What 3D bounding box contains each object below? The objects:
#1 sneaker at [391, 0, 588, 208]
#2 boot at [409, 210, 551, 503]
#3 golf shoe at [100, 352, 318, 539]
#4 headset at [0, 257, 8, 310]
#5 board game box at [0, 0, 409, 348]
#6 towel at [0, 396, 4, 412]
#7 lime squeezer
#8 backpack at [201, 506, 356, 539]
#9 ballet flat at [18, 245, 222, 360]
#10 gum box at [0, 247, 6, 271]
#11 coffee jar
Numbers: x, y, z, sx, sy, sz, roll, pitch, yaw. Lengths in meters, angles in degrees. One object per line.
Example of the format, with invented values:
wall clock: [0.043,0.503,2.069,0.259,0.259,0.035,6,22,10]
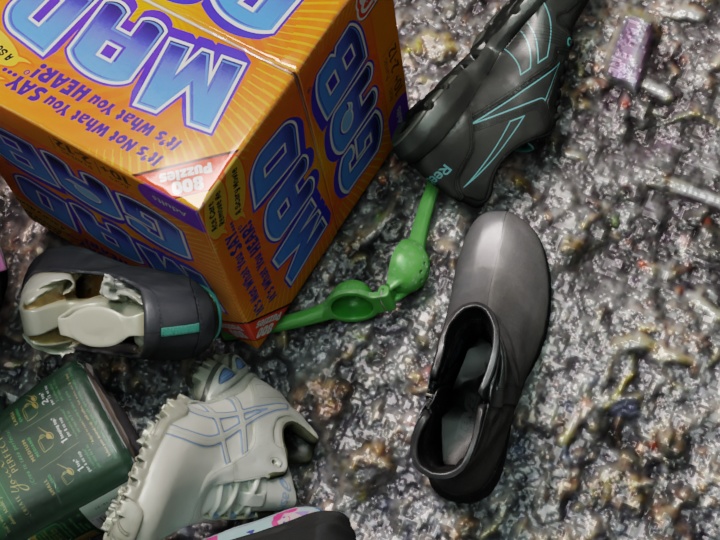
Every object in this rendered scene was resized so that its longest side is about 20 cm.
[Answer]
sneaker: [0.105,-0.130,1.063,0.079,0.075,0.200,43,76,-8]
boot: [0.078,0.041,0.965,0.069,0.132,0.202,5,72,10]
golf shoe: [-0.084,0.119,0.942,0.097,0.200,0.079,30,119,6]
headset: [-0.324,0.032,1.032,0.199,0.123,0.094,-33,33,26]
board game box: [-0.107,-0.113,0.993,0.199,0.200,0.201,28,71,18]
towel: [-0.341,0.104,0.980,0.199,0.171,0.048,-29,67,-3]
lime squeezer: [0.000,0.000,1.040,0.200,0.038,0.071,-39,71,-5]
backpack: [-0.056,0.248,0.896,0.176,0.151,0.202,-19,109,1]
ballet flat: [-0.174,0.024,0.992,0.199,0.073,0.074,7,69,43]
gum box: [-0.292,-0.056,0.945,0.113,0.067,0.200,-20,42,-9]
coffee jar: [-0.234,0.152,0.994,0.199,0.085,0.105,-31,67,-4]
